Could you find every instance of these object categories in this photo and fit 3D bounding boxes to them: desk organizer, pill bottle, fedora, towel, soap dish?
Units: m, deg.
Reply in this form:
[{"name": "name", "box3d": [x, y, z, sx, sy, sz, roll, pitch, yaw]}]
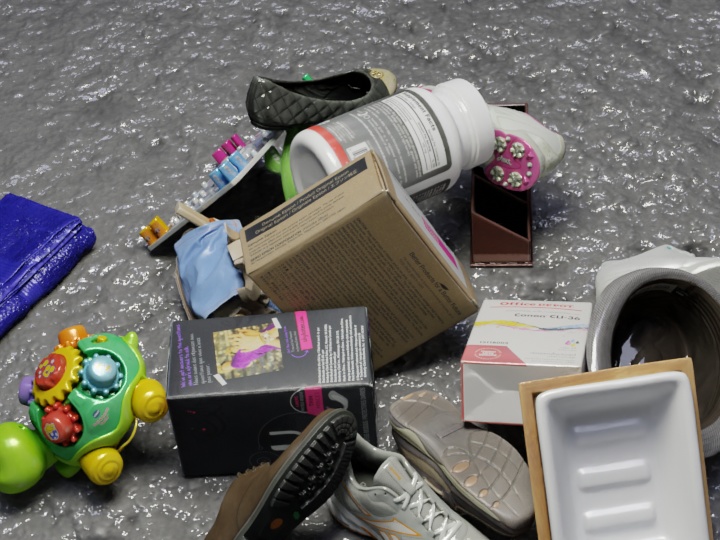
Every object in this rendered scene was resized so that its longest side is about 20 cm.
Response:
[{"name": "desk organizer", "box3d": [0.160, -0.101, 1.774, 0.071, 0.078, 0.201, -1, 43, 5]}, {"name": "pill bottle", "box3d": [0.035, -0.122, 1.628, 0.198, 0.117, 0.116, -24, 46, -24]}, {"name": "fedora", "box3d": [0.286, 0.098, 1.518, 0.175, 0.090, 0.202, 18, 63, -11]}, {"name": "towel", "box3d": [-0.410, -0.009, 1.752, 0.146, 0.050, 0.200, 21, 49, 25]}, {"name": "soap dish", "box3d": [0.227, 0.184, 1.389, 0.155, 0.203, 0.081, -8, 6, -3]}]

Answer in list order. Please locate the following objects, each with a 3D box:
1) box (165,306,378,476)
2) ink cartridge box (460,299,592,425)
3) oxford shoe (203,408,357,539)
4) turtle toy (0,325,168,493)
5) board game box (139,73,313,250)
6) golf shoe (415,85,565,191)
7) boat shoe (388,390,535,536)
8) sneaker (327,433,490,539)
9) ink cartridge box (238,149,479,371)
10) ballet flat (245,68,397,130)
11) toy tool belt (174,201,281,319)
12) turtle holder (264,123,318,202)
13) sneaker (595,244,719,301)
[{"name": "box", "box3d": [-0.084, 0.120, 1.528, 0.197, 0.123, 0.107, -4, 44, 2]}, {"name": "ink cartridge box", "box3d": [0.168, 0.081, 1.535, 0.115, 0.068, 0.200, 2, 20, 11]}, {"name": "oxford shoe", "box3d": [-0.081, 0.198, 1.429, 0.201, 0.073, 0.084, -50, 45, 2]}, {"name": "turtle toy", "box3d": [-0.286, 0.138, 1.523, 0.201, 0.101, 0.145, -52, 40, -2]}, {"name": "board game box", "box3d": [-0.147, -0.124, 1.765, 0.026, 0.199, 0.200, 46, 49, -10]}, {"name": "golf shoe", "box3d": [0.140, -0.153, 1.734, 0.091, 0.076, 0.199, -23, 46, -40]}, {"name": "boat shoe", "box3d": [0.099, 0.191, 1.472, 0.074, 0.074, 0.200, -20, 38, -23]}, {"name": "sneaker", "box3d": [0.044, 0.221, 1.429, 0.199, 0.093, 0.076, 27, 51, 29]}, {"name": "ink cartridge box", "box3d": [0.000, 0.000, 1.556, 0.164, 0.200, 0.076, -30, 40, 12]}, {"name": "ballet flat", "box3d": [-0.036, -0.195, 1.700, 0.198, 0.057, 0.066, -17, 40, -36]}, {"name": "toy tool belt", "box3d": [-0.138, 0.017, 1.634, 0.124, 0.123, 0.201, -36, 45, 5]}, {"name": "turtle holder", "box3d": [-0.027, -0.106, 1.732, 0.130, 0.143, 0.185, -7, 10, 21]}, {"name": "sneaker", "box3d": [0.349, 0.004, 1.655, 0.197, 0.076, 0.089, 0, 31, 7]}]
